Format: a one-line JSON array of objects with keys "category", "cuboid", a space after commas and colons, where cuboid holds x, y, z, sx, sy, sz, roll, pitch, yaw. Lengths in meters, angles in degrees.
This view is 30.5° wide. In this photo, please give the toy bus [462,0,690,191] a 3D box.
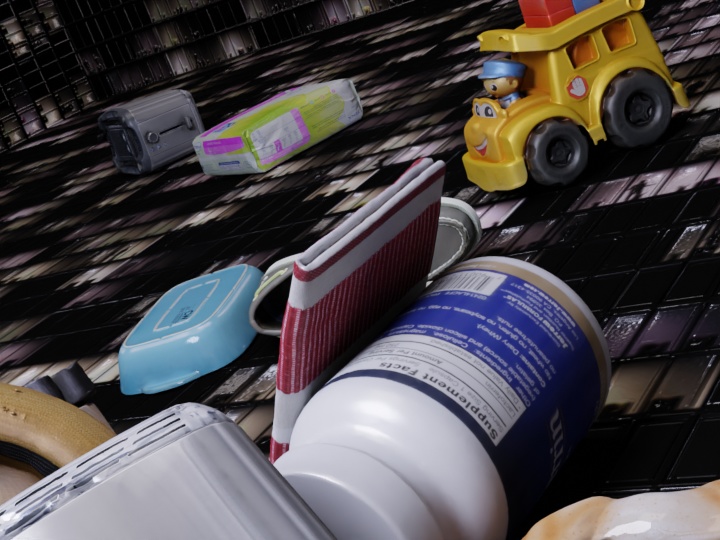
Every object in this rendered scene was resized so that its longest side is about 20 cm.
[{"category": "toy bus", "cuboid": [0.173, -0.187, 1.206, 0.200, 0.192, 0.136, -27, 18, -12]}]

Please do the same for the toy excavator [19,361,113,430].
[{"category": "toy excavator", "cuboid": [-0.235, 0.159, 0.781, 0.200, 0.100, 0.194, -37, -1, 4]}]

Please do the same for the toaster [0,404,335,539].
[{"category": "toaster", "cuboid": [-0.075, 0.141, 0.496, 0.200, 0.114, 0.129, -32, 62, -19]}]

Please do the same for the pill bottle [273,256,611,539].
[{"category": "pill bottle", "cuboid": [0.036, 0.084, 0.645, 0.115, 0.116, 0.200, -9, 21, 38]}]

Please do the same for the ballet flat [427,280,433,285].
[{"category": "ballet flat", "cuboid": [0.020, 0.054, 0.849, 0.200, 0.072, 0.072, -30, 18, -25]}]

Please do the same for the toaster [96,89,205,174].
[{"category": "toaster", "cuboid": [-0.337, -0.225, 2.139, 0.129, 0.114, 0.200, -25, 14, -24]}]

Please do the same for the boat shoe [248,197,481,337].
[{"category": "boat shoe", "cuboid": [0.001, 0.003, 1.037, 0.201, 0.072, 0.060, -21, 16, 25]}]

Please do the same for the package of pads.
[{"category": "package of pads", "cuboid": [-0.112, -0.199, 1.834, 0.200, 0.068, 0.154, -32, 19, -31]}]

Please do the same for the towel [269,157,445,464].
[{"category": "towel", "cuboid": [-0.008, 0.051, 0.696, 0.023, 0.200, 0.144, 22, 35, 21]}]

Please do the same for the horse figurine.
[{"category": "horse figurine", "cuboid": [0.120, 0.123, 0.528, 0.199, 0.050, 0.133, -19, 17, 10]}]

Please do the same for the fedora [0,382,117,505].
[{"category": "fedora", "cuboid": [-0.194, 0.157, 0.682, 0.200, 0.201, 0.082, -28, -20, -19]}]

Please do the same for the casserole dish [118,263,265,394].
[{"category": "casserole dish", "cuboid": [-0.143, 0.045, 1.145, 0.121, 0.039, 0.200, -17, 18, 17]}]
